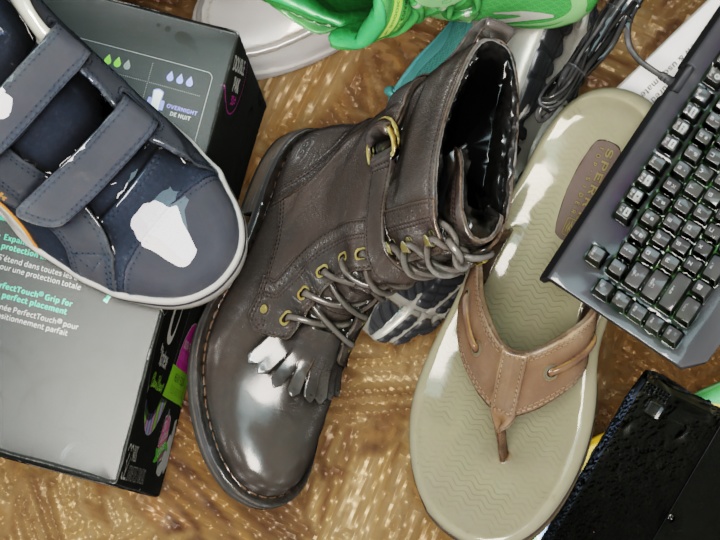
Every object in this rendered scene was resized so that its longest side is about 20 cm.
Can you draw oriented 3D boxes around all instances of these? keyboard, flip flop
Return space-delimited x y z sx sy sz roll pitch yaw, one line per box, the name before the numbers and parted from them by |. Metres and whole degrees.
keyboard | 0.137 -0.072 0.812 0.127 0.021 0.201 32 79 12
flip flop | 0.073 0.017 0.827 0.081 0.058 0.201 24 91 19

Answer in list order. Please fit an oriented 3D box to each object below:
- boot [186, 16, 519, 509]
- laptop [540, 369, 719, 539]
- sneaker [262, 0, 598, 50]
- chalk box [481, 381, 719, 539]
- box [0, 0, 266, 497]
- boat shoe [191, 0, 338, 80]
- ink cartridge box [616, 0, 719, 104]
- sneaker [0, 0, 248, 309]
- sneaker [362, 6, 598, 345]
boot | 0.000 0.000 0.862 0.069 0.174 0.202 17 73 -28
laptop | 0.166 0.173 0.824 0.199 0.103 0.178 28 82 31
sneaker | 0.014 -0.126 0.861 0.198 0.074 0.084 7 55 -19
chalk box | 0.121 0.135 0.896 0.199 0.124 0.126 -24 82 -4
box | -0.130 -0.012 0.903 0.123 0.149 0.202 14 82 3
boat shoe | 0.003 -0.163 0.964 0.199 0.069 0.071 -33 84 -4
ink cartridge box | 0.212 -0.019 0.884 0.084 0.144 0.200 -43 74 19
sneaker | -0.131 -0.060 0.796 0.200 0.079 0.079 39 83 5
sneaker | 0.045 -0.059 0.960 0.079 0.077 0.201 24 86 31
